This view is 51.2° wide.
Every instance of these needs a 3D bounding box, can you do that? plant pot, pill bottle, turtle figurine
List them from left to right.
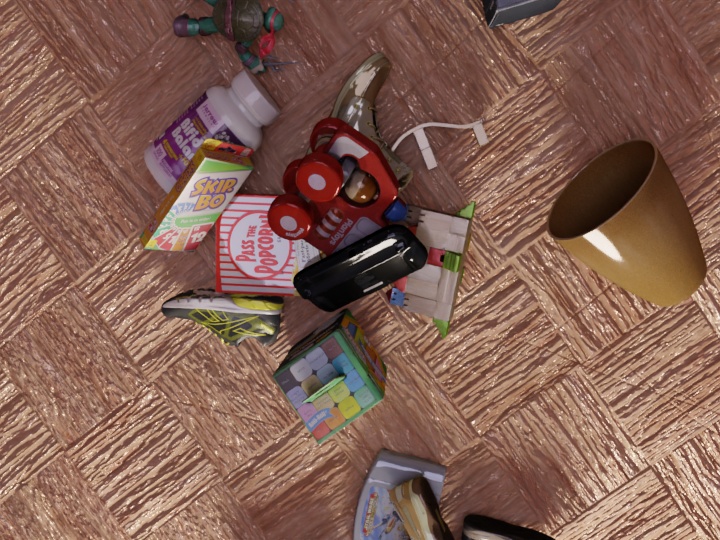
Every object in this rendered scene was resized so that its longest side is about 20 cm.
[{"bbox_3d":[-0.216,-0.199,1.116,0.199,0.112,0.113,-41,94,9],"label":"pill bottle"},{"bbox_3d":[-0.176,-0.374,1.098,0.194,0.101,0.154,14,100,8],"label":"turtle figurine"},{"bbox_3d":[0.399,-0.048,1.072,0.200,0.187,0.186,43,100,-16],"label":"plant pot"}]

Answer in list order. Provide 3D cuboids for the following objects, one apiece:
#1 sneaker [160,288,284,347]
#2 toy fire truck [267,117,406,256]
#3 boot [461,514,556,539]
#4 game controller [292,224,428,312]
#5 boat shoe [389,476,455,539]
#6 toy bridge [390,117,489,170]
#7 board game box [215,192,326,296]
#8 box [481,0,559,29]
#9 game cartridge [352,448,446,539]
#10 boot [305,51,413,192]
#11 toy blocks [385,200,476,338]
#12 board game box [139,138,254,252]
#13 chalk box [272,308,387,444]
[{"bbox_3d":[-0.218,0.078,1.178,0.194,0.075,0.087,2,100,4],"label":"sneaker"},{"bbox_3d":[-0.025,-0.101,1.054,0.166,0.114,0.200,32,129,-14],"label":"toy fire truck"},{"bbox_3d":[0.243,0.495,1.208,0.195,0.073,0.155,16,99,6],"label":"boot"},{"bbox_3d":[0.000,0.000,1.088,0.197,0.104,0.043,-26,58,22],"label":"game controller"},{"bbox_3d":[0.103,0.428,1.184,0.075,0.071,0.205,-22,88,19],"label":"boat shoe"},{"bbox_3d":[0.098,-0.186,1.137,0.196,0.027,0.069,-25,95,9],"label":"toy bridge"},{"bbox_3d":[-0.126,-0.041,1.166,0.194,0.046,0.156,2,98,4],"label":"board game box"},{"bbox_3d":[0.208,-0.456,1.026,0.104,0.149,0.206,-13,98,6],"label":"box"},{"bbox_3d":[0.056,0.401,1.228,0.129,0.042,0.206,11,100,-2],"label":"game cartridge"},{"bbox_3d":[0.023,-0.196,1.098,0.154,0.072,0.202,39,106,17],"label":"boot"},{"bbox_3d":[0.088,-0.017,1.141,0.133,0.100,0.206,13,99,14],"label":"toy blocks"},{"bbox_3d":[-0.235,-0.105,1.093,0.201,0.094,0.030,-51,60,25],"label":"board game box"},{"bbox_3d":[-0.042,0.159,1.113,0.123,0.200,0.125,-34,95,9],"label":"chalk box"}]
